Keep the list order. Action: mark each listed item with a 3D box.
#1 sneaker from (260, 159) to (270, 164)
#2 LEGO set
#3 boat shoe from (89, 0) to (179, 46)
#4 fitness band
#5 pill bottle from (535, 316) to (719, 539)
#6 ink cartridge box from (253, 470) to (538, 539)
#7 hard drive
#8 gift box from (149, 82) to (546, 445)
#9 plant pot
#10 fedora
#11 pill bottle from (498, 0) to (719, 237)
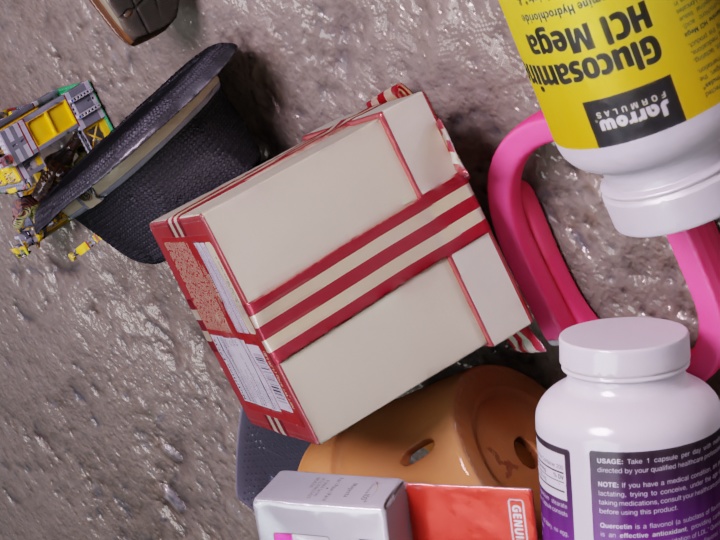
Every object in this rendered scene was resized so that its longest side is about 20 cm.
[{"bbox_3d":[-0.049,0.000,1.100,0.115,0.080,0.200,-51,54,45],"label":"sneaker"},{"bbox_3d":[-0.281,-0.071,1.278,0.199,0.116,0.154,6,124,43],"label":"LEGO set"},{"bbox_3d":[-0.196,-0.254,1.087,0.074,0.075,0.201,-19,98,56],"label":"boat shoe"},{"bbox_3d":[0.156,-0.011,0.947,0.143,0.037,0.201,-8,115,48],"label":"fitness band"},{"bbox_3d":[0.164,0.134,0.923,0.112,0.112,0.201,7,107,42],"label":"pill bottle"},{"bbox_3d":[0.031,0.229,0.975,0.173,0.044,0.201,0,111,24],"label":"ink cartridge box"},{"bbox_3d":[-0.042,0.157,1.282,0.135,0.042,0.201,34,139,22],"label":"hard drive"},{"bbox_3d":[0.000,0.000,0.977,0.185,0.186,0.200,64,161,-13],"label":"gift box"},{"bbox_3d":[0.074,0.159,1.061,0.200,0.200,0.140,49,126,2],"label":"plant pot"},{"bbox_3d":[-0.138,-0.070,1.092,0.092,0.201,0.200,47,144,-13],"label":"fedora"},{"bbox_3d":[0.140,-0.124,0.807,0.112,0.112,0.201,-4,117,47],"label":"pill bottle"}]
